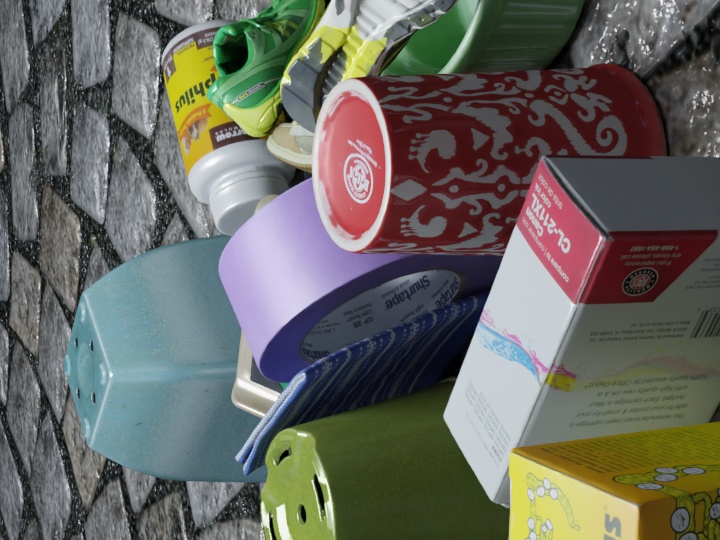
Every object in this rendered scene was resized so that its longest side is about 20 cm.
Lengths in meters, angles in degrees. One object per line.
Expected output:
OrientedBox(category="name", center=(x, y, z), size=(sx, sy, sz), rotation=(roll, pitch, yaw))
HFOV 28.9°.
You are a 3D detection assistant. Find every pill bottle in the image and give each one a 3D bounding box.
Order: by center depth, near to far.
OrientedBox(category="pill bottle", center=(-0.127, -0.139, 1.381), size=(0.109, 0.109, 0.201), rotation=(-49, 50, 52))

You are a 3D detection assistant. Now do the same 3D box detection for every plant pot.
OrientedBox(category="plant pot", center=(0.035, 0.167, 1.022), size=(0.200, 0.189, 0.202), rotation=(7, 98, 61))
OrientedBox(category="plant pot", center=(-0.189, 0.093, 1.424), size=(0.196, 0.199, 0.197), rotation=(64, 144, 37))

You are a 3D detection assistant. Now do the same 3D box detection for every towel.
OrientedBox(category="towel", center=(0.008, 0.084, 1.061), size=(0.024, 0.199, 0.145), rotation=(54, 139, 18))

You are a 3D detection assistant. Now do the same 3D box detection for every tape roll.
OrientedBox(category="tape roll", center=(0.000, 0.000, 1.050), size=(0.085, 0.199, 0.200), rotation=(64, 145, 20))

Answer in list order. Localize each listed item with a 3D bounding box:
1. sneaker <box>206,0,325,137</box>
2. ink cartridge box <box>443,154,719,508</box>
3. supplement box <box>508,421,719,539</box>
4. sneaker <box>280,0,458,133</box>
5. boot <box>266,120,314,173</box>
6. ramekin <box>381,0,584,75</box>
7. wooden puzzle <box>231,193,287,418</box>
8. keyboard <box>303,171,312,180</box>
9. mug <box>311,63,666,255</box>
OrientedBox(category="sneaker", center=(-0.087, -0.211, 1.278), size=(0.074, 0.083, 0.201), rotation=(-47, 20, 43))
OrientedBox(category="ink cartridge box", center=(0.151, 0.037, 0.837), size=(0.083, 0.145, 0.201), rotation=(58, 140, 44))
OrientedBox(category="supplement box", center=(0.185, 0.147, 0.726), size=(0.109, 0.199, 0.110), rotation=(14, 105, 61))
OrientedBox(category="sneaker", center=(0.013, -0.185, 0.942), size=(0.200, 0.074, 0.085), rotation=(-46, 13, 33))
OrientedBox(category="boot", center=(-0.008, -0.154, 1.179), size=(0.200, 0.072, 0.156), rotation=(22, 99, 63))
OrientedBox(category="ramekin", center=(0.078, -0.226, 1.001), size=(0.200, 0.097, 0.202), rotation=(9, 100, 61))
OrientedBox(category="wooden puzzle", center=(-0.032, 0.052, 1.211), size=(0.184, 0.037, 0.201), rotation=(20, 108, 30))
OrientedBox(category="keyboard", center=(-0.001, -0.039, 1.250), size=(0.127, 0.020, 0.201), rotation=(-52, 49, 52))
OrientedBox(category="mug", center=(0.069, -0.065, 0.924), size=(0.177, 0.199, 0.134), rotation=(-16, 79, 61))
